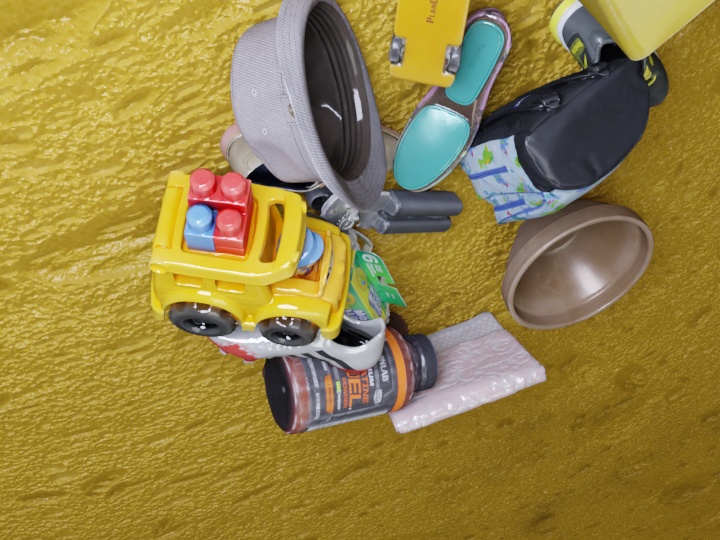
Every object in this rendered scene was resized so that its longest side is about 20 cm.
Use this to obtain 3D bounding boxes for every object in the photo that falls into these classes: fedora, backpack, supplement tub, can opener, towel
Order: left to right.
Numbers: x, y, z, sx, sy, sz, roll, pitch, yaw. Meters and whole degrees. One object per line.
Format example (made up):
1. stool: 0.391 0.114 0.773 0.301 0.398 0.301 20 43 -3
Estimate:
1. fedora: -0.053 -0.147 0.798 0.090 0.177 0.201 -7 121 23
2. supplement tub: -0.008 0.125 1.069 0.199 0.107 0.107 -9 139 -25
3. can opener: 0.027 -0.078 0.998 0.199 0.067 0.053 -4 138 -43
4. towel: 0.119 0.130 1.174 0.199 0.191 0.032 -20 112 -4
5. backpack: 0.183 -0.122 0.910 0.163 0.200 0.154 -38 113 -21

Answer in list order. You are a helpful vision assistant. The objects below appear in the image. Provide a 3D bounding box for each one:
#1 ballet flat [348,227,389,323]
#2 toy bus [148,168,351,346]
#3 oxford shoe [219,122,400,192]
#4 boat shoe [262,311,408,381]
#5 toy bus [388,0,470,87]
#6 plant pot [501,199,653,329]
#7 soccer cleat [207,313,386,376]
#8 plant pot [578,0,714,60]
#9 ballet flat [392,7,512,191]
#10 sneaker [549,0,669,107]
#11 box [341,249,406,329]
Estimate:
1. ballet flat: 0.000 0.000 1.058 0.071 0.072 0.200 -28 143 5
2. toy bus: -0.102 -0.025 0.849 0.199 0.136 0.192 9 154 -3
3. oxford shoe: -0.039 -0.107 0.903 0.199 0.074 0.071 -6 136 -22
4. boat shoe: -0.037 0.101 1.159 0.201 0.075 0.075 -15 180 -25
5. toy bus: 0.068 -0.262 0.771 0.065 0.079 0.201 10 137 3
6. plant pot: 0.261 -0.023 1.136 0.200 0.093 0.201 -14 139 -13
7. soccer cleat: -0.068 0.063 0.966 0.199 0.069 0.085 13 139 -13
8. plant pot: 0.216 -0.330 0.703 0.200 0.201 0.176 -40 126 19
9. ballet flat: 0.096 -0.171 0.900 0.069 0.071 0.201 27 118 2
10. sneaker: 0.270 -0.210 0.935 0.199 0.085 0.074 22 124 -42
11. box: -0.056 0.031 1.010 0.199 0.049 0.117 -7 145 19
